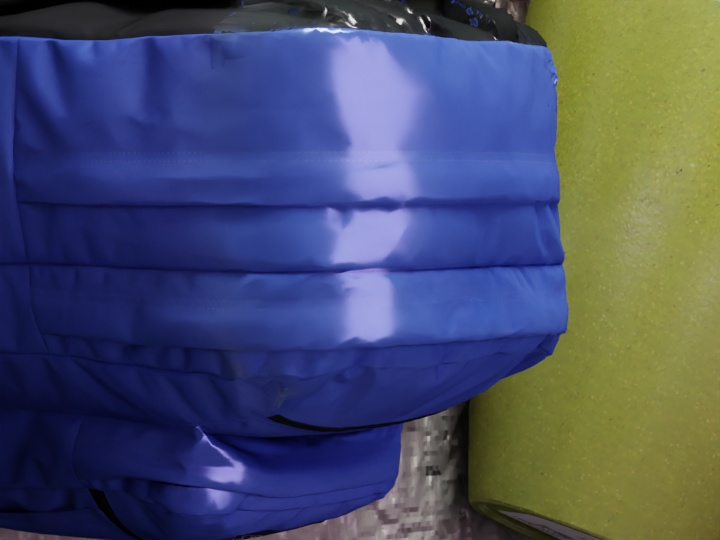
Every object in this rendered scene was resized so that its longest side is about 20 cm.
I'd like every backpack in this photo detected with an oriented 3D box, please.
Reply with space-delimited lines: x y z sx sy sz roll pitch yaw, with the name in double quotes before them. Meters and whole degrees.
"backpack" -0.037 -0.005 0.729 0.162 0.200 0.168 -10 94 -54

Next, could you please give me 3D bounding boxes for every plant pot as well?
"plant pot" 0.121 0.016 0.983 0.187 0.187 0.200 32 75 -47
